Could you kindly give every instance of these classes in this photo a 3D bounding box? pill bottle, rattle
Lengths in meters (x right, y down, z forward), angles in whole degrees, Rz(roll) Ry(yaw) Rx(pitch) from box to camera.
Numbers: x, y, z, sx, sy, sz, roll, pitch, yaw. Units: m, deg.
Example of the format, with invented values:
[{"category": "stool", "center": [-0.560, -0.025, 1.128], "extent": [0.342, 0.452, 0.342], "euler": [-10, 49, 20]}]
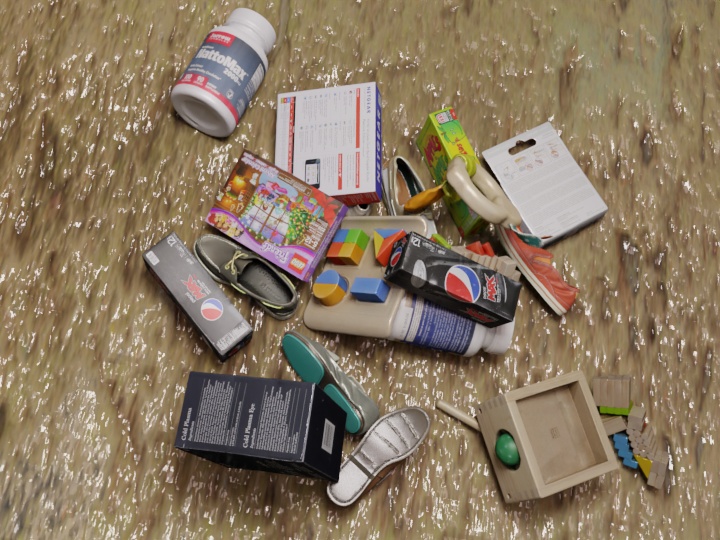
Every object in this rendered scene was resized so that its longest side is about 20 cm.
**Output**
[{"category": "pill bottle", "center": [-0.227, -0.343, 1.305], "extent": [0.118, 0.120, 0.202], "euler": [25, 69, -1]}, {"category": "pill bottle", "center": [0.142, 0.076, 1.236], "extent": [0.197, 0.111, 0.113], "euler": [13, 70, -6]}, {"category": "rattle", "center": [0.186, -0.075, 1.219], "extent": [0.200, 0.130, 0.143], "euler": [43, 102, -12]}]

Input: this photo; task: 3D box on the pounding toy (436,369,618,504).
[{"category": "pounding toy", "center": [0.257, 0.256, 1.200], "extent": [0.197, 0.142, 0.187], "euler": [-11, 74, -25]}]

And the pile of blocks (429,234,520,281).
[{"category": "pile of blocks", "center": [0.167, -0.027, 1.239], "extent": [0.197, 0.063, 0.082], "euler": [11, 26, -9]}]

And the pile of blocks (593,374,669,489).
[{"category": "pile of blocks", "center": [0.446, 0.261, 1.267], "extent": [0.062, 0.081, 0.202], "euler": [-18, 82, -59]}]

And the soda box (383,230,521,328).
[{"category": "soda box", "center": [0.138, 0.016, 1.141], "extent": [0.198, 0.071, 0.064], "euler": [24, 69, -15]}]

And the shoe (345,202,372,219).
[{"category": "shoe", "center": [0.001, -0.180, 1.326], "extent": [0.069, 0.053, 0.203], "euler": [4, 71, -9]}]

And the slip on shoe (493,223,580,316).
[{"category": "slip on shoe", "center": [0.300, -0.016, 1.311], "extent": [0.061, 0.074, 0.201], "euler": [-41, 88, 10]}]

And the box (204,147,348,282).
[{"category": "box", "center": [-0.136, -0.090, 1.234], "extent": [0.198, 0.039, 0.138], "euler": [29, 90, 15]}]

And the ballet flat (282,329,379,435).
[{"category": "ballet flat", "center": [-0.045, 0.169, 1.204], "extent": [0.200, 0.068, 0.063], "euler": [49, 42, 13]}]

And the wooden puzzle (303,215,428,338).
[{"category": "wooden puzzle", "center": [0.000, 0.000, 1.211], "extent": [0.046, 0.183, 0.203], "euler": [38, 64, -44]}]

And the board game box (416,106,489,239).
[{"category": "board game box", "center": [0.168, -0.168, 1.328], "extent": [0.047, 0.102, 0.202], "euler": [-21, 77, -15]}]

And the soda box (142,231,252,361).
[{"category": "soda box", "center": [-0.252, 0.042, 1.187], "extent": [0.063, 0.071, 0.201], "euler": [-38, 83, -17]}]

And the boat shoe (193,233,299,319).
[{"category": "boat shoe", "center": [-0.183, 0.001, 1.229], "extent": [0.200, 0.060, 0.072], "euler": [36, 69, 3]}]

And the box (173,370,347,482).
[{"category": "box", "center": [-0.130, 0.220, 1.064], "extent": [0.179, 0.200, 0.106], "euler": [3, 69, 13]}]

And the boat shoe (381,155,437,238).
[{"category": "boat shoe", "center": [0.086, -0.100, 1.306], "extent": [0.074, 0.068, 0.202], "euler": [-22, 80, -19]}]

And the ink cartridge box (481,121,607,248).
[{"category": "ink cartridge box", "center": [0.329, -0.152, 1.386], "extent": [0.161, 0.057, 0.202], "euler": [-25, 69, -17]}]

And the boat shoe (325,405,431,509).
[{"category": "boat shoe", "center": [0.023, 0.283, 1.171], "extent": [0.199, 0.068, 0.072], "euler": [-36, 73, -17]}]

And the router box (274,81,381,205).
[{"category": "router box", "center": [-0.055, -0.208, 1.291], "extent": [0.176, 0.049, 0.203], "euler": [-3, 72, 14]}]
